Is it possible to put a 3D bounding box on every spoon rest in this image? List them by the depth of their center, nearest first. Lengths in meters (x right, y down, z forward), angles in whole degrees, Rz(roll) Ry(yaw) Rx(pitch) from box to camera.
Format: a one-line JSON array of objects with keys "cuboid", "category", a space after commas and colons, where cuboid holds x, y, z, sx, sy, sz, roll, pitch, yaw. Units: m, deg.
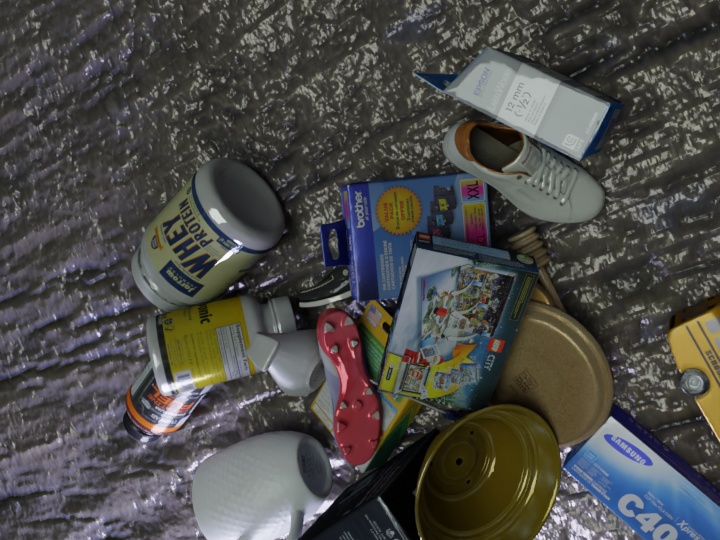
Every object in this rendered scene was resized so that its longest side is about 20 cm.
[{"cuboid": [-0.093, 0.116, 0.930, 0.060, 0.200, 0.100, 27, 85, 25], "category": "spoon rest"}]

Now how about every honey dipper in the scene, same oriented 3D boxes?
[{"cuboid": [0.236, 0.044, 0.837, 0.038, 0.038, 0.202, -24, 94, 29], "category": "honey dipper"}]

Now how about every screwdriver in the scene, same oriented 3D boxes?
[{"cuboid": [0.092, 0.176, 0.878, 0.028, 0.198, 0.030, -7, 64, 63], "category": "screwdriver"}]

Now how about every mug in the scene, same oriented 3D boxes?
[{"cuboid": [-0.132, 0.333, 1.004, 0.174, 0.202, 0.147, -27, 133, 23], "category": "mug"}]

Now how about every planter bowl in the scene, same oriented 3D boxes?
[{"cuboid": [0.135, 0.243, 0.833, 0.083, 0.197, 0.204, -154, 60, -65], "category": "planter bowl"}]

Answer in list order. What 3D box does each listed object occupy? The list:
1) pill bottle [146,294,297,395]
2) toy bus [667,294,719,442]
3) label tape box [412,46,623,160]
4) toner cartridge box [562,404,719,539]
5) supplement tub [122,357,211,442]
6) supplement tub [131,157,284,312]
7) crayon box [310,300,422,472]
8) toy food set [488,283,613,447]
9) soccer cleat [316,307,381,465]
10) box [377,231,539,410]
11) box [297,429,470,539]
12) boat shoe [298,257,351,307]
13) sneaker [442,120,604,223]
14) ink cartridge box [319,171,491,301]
[{"cuboid": [-0.189, 0.097, 0.975, 0.197, 0.111, 0.113, -12, 98, -12], "category": "pill bottle"}, {"cuboid": [0.403, 0.136, 0.754, 0.078, 0.065, 0.202, -31, 86, 27], "category": "toy bus"}, {"cuboid": [0.173, -0.194, 0.749, 0.199, 0.143, 0.067, 33, 114, 16], "category": "label tape box"}, {"cuboid": [0.349, 0.263, 0.823, 0.199, 0.043, 0.096, 40, 115, 14], "category": "toner cartridge box"}, {"cuboid": [-0.301, 0.185, 1.099, 0.107, 0.107, 0.201, 45, 117, 11], "category": "supplement tub"}, {"cuboid": [-0.217, -0.043, 0.981, 0.199, 0.145, 0.146, -40, 83, 28], "category": "supplement tub"}, {"cuboid": [0.024, 0.152, 0.939, 0.126, 0.051, 0.202, 44, 119, 31], "category": "crayon box"}, {"cuboid": [0.206, 0.123, 0.844, 0.199, 0.048, 0.200, 37, 127, 16], "category": "toy food set"}, {"cuboid": [-0.017, 0.148, 0.911, 0.066, 0.076, 0.204, -12, 93, -10], "category": "soccer cleat"}, {"cuboid": [0.105, 0.064, 0.793, 0.134, 0.038, 0.203, 11, 121, -4], "category": "box"}, {"cuboid": [0.031, 0.337, 0.914, 0.200, 0.196, 0.118, -42, 82, 28], "category": "box"}, {"cuboid": [0.000, 0.000, 0.923, 0.197, 0.074, 0.061, -18, 94, 26], "category": "boat shoe"}, {"cuboid": [0.187, -0.104, 0.761, 0.197, 0.085, 0.074, 21, 90, -8], "category": "sneaker"}, {"cuboid": [0.050, -0.040, 0.828, 0.196, 0.076, 0.139, -7, 95, -6], "category": "ink cartridge box"}]
